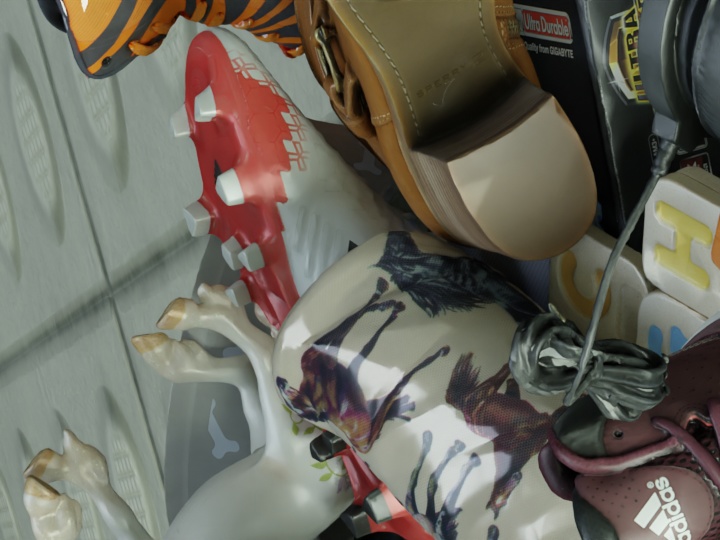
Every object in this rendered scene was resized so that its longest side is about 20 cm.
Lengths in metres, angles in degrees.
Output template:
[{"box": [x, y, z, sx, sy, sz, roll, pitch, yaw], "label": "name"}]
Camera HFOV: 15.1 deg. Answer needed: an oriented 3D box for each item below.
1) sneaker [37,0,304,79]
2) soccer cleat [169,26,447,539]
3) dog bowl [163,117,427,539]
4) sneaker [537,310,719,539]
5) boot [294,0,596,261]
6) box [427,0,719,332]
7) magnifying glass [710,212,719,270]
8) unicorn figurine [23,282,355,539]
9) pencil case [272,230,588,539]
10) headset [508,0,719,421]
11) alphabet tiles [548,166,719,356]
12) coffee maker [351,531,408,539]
[{"box": [-0.058, -0.108, 1.056, 0.200, 0.112, 0.078, 40, -176, -32], "label": "sneaker"}, {"box": [0.000, 0.000, 0.970, 0.201, 0.085, 0.069, 64, 160, 3], "label": "soccer cleat"}, {"box": [-0.017, 0.033, 1.124, 0.200, 0.058, 0.201, 13, -90, -75], "label": "dog bowl"}, {"box": [0.120, 0.059, 0.713, 0.200, 0.115, 0.076, 1, 108, 59], "label": "sneaker"}, {"box": [0.005, -0.099, 0.889, 0.155, 0.073, 0.201, -142, 33, -71], "label": "boot"}, {"box": [0.074, -0.018, 0.971, 0.200, 0.049, 0.199, -153, 49, -68], "label": "box"}, {"box": [0.123, -0.085, 0.736, 0.080, 0.022, 0.201, -127, 36, -50], "label": "magnifying glass"}, {"box": [-0.056, 0.099, 1.007, 0.137, 0.200, 0.074, 41, -171, -8], "label": "unicorn figurine"}, {"box": [0.055, 0.069, 0.855, 0.200, 0.078, 0.090, 43, 121, 34], "label": "pencil case"}, {"box": [0.116, -0.032, 0.649, 0.094, 0.200, 0.124, 23, -146, -51], "label": "headset"}, {"box": [0.120, 0.072, 0.849, 0.195, 0.015, 0.201, 35, 134, 43], "label": "alphabet tiles"}, {"box": [0.010, 0.189, 1.033, 0.201, 0.134, 0.192, -64, -9, 11], "label": "coffee maker"}]
